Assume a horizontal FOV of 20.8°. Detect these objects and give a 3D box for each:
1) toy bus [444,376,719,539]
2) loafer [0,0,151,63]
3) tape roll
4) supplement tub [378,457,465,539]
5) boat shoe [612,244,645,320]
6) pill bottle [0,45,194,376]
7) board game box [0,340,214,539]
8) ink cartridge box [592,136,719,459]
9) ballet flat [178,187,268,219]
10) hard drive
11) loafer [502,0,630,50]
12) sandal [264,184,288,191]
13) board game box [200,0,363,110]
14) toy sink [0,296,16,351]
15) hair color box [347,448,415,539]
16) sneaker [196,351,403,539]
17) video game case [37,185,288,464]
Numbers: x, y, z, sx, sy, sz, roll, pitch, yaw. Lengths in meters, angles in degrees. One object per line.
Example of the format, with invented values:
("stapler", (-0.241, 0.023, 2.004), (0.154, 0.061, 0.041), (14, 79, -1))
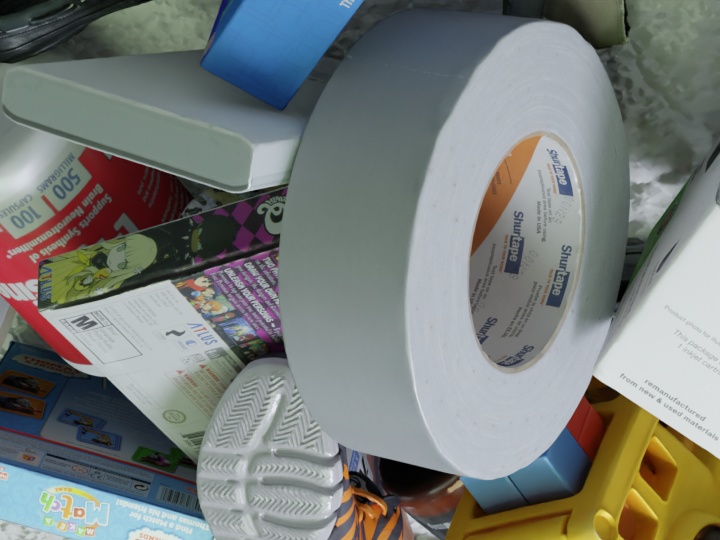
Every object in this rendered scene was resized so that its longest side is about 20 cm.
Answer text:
("toy bus", (0.118, 0.106, 0.998), (0.135, 0.200, 0.192), (-20, 115, 37))
("loafer", (-0.132, -0.152, 0.920), (0.200, 0.068, 0.070), (-25, 165, 36))
("tape roll", (0.047, -0.012, 0.862), (0.066, 0.201, 0.201), (11, 142, 32))
("supplement tub", (0.112, 0.143, 1.159), (0.107, 0.107, 0.200), (-29, 124, 36))
("boat shoe", (0.200, 0.014, 1.032), (0.199, 0.072, 0.068), (2, 139, 22))
("pill bottle", (-0.142, -0.017, 1.043), (0.112, 0.113, 0.200), (-15, 134, 27))
("board game box", (-0.149, 0.102, 1.122), (0.150, 0.200, 0.037), (16, 105, -3))
("ink cartridge box", (0.202, -0.034, 0.886), (0.084, 0.146, 0.200), (33, 124, 1))
("ballet flat", (0.000, 0.000, 1.035), (0.200, 0.072, 0.072), (19, 140, -31))
("hard drive", (-0.047, -0.074, 0.889), (0.131, 0.200, 0.026), (18, 108, 27))
("loafer", (0.108, -0.169, 0.859), (0.069, 0.076, 0.200), (7, 147, -2))
("sandal", (0.025, -0.046, 1.004), (0.210, 0.078, 0.070), (0, 141, 4))
("board game box", (0.009, -0.183, 0.801), (0.045, 0.153, 0.200), (27, 135, -14))
("toy sink", (-0.263, 0.017, 1.099), (0.112, 0.131, 0.200), (37, 131, -25))
("hair color box", (-0.019, 0.156, 1.201), (0.064, 0.111, 0.201), (-1, 137, 15))
("sneaker", (-0.027, 0.116, 1.025), (0.077, 0.112, 0.201), (11, 119, 19))
("video game case", (-0.037, 0.032, 0.987), (0.180, 0.036, 0.200), (-16, 146, 15))
